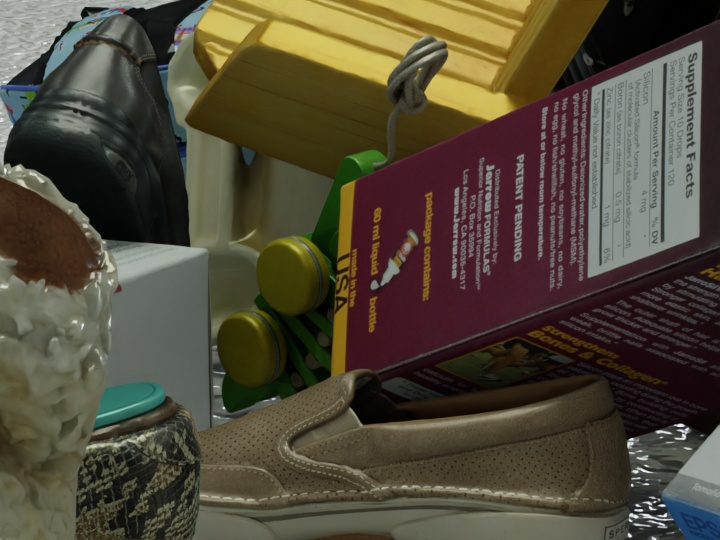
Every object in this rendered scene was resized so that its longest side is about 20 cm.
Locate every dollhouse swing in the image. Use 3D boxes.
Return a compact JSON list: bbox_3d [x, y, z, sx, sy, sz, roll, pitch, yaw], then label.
[{"bbox_3d":[0.042,-0.156,1.180,0.181,0.176,0.200,20,54,10],"label":"dollhouse swing"}]

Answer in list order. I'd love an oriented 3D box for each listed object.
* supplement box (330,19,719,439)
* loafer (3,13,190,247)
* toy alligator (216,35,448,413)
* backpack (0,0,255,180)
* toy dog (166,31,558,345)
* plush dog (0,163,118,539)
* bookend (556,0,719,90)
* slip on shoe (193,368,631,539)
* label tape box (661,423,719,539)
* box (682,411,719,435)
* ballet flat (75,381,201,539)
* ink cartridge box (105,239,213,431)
[{"bbox_3d":[0.094,-0.005,1.042,0.110,0.086,0.200,21,-29,-37],"label":"supplement box"},{"bbox_3d":[-0.095,-0.024,1.213,0.073,0.072,0.200,18,-28,7],"label":"loafer"},{"bbox_3d":[0.000,0.000,1.149,0.059,0.200,0.054,-19,59,-45],"label":"toy alligator"},{"bbox_3d":[-0.078,-0.070,1.467,0.182,0.135,0.200,-8,8,12],"label":"backpack"},{"bbox_3d":[0.035,-0.039,1.317,0.200,0.140,0.194,4,-13,-40],"label":"toy dog"},{"bbox_3d":[-0.162,0.076,0.795,0.171,0.200,0.160,6,-24,-15],"label":"plush dog"},{"bbox_3d":[0.165,-0.135,1.256,0.092,0.200,0.199,13,29,-17],"label":"bookend"},{"bbox_3d":[-0.006,0.063,1.034,0.199,0.061,0.076,3,12,18],"label":"slip on shoe"},{"bbox_3d":[0.209,0.032,0.911,0.200,0.063,0.144,-47,32,-19],"label":"label tape box"},{"bbox_3d":[0.193,0.027,1.104,0.075,0.100,0.200,-5,13,-21],"label":"box"},{"bbox_3d":[-0.144,0.084,0.904,0.199,0.076,0.068,-7,10,-15],"label":"ballet flat"},{"bbox_3d":[-0.177,0.034,1.129,0.200,0.083,0.146,6,13,28],"label":"ink cartridge box"}]
